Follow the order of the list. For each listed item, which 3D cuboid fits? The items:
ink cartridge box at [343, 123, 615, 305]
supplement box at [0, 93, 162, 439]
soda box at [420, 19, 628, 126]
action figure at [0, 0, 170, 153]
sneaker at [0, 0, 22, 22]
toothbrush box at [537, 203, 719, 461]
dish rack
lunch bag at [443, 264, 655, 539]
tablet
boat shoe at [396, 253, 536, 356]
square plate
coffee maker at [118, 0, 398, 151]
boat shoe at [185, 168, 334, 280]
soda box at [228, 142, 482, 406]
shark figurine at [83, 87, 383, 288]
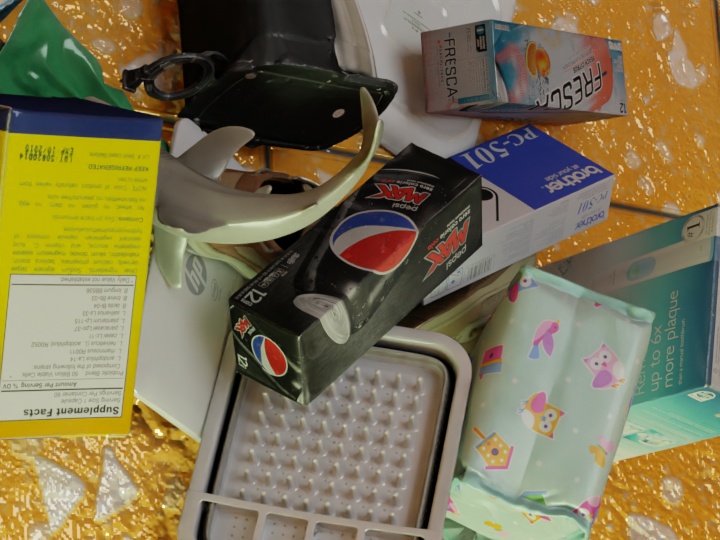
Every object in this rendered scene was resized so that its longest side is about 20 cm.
[{"bbox_3d":[0.087,-0.044,1.676,0.200,0.094,0.044,-23,133,-37],"label":"ink cartridge box"},{"bbox_3d":[-0.204,-0.004,1.381,0.109,0.109,0.201,2,99,-39],"label":"supplement box"},{"bbox_3d":[0.128,-0.149,1.735,0.200,0.068,0.064,-1,86,-54],"label":"soda box"},{"bbox_3d":[-0.185,-0.085,1.489,0.200,0.055,0.118,38,85,-42],"label":"action figure"},{"bbox_3d":[-0.269,-0.187,1.455,0.081,0.076,0.200,54,46,-2],"label":"sneaker"},{"bbox_3d":[0.220,0.052,1.693,0.085,0.200,0.147,23,64,-31],"label":"toothbrush box"},{"bbox_3d":[-0.021,0.127,1.507,0.171,0.044,0.200,8,61,8],"label":"dish rack"},{"bbox_3d":[0.120,0.110,1.592,0.122,0.200,0.171,20,72,-2],"label":"lunch bag"},{"bbox_3d":[-0.106,0.012,1.529,0.130,0.014,0.200,44,48,-54],"label":"tablet"},{"bbox_3d":[0.067,0.039,1.658,0.200,0.071,0.065,-29,115,-41],"label":"boat shoe"},{"bbox_3d":[0.033,-0.188,1.731,0.200,0.028,0.198,34,58,-27],"label":"square plate"},{"bbox_3d":[-0.075,-0.204,1.561,0.192,0.134,0.200,26,49,-55],"label":"coffee maker"},{"bbox_3d":[-0.053,-0.030,1.546,0.200,0.072,0.076,7,80,-64],"label":"boat shoe"},{"bbox_3d":[0.000,0.000,1.520,0.200,0.063,0.071,-42,145,-34],"label":"soda box"},{"bbox_3d":[-0.080,-0.044,1.410,0.089,0.214,0.129,-32,121,-69],"label":"shark figurine"}]
